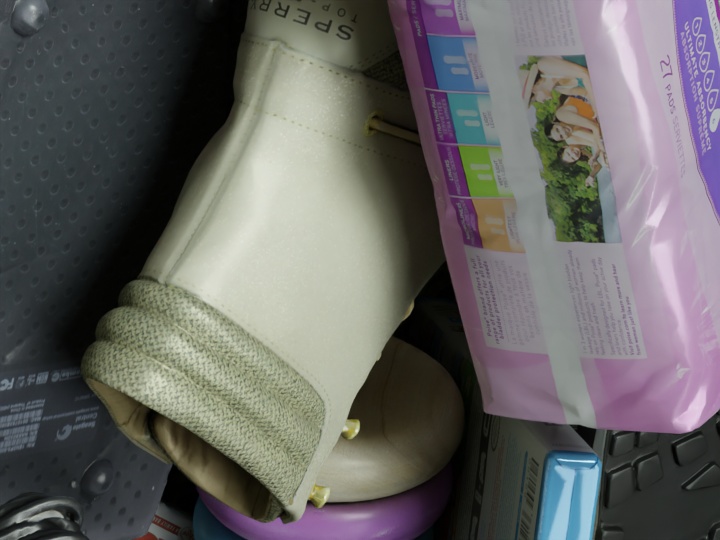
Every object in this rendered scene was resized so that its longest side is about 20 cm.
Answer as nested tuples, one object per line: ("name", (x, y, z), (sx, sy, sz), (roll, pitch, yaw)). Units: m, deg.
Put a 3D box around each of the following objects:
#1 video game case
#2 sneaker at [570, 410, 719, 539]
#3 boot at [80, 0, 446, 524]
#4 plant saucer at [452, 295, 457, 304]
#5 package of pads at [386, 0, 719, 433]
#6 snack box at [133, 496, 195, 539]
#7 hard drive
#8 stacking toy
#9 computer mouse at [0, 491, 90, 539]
("video game case", (0.033, 0.099, 0.898), (0.018, 0.200, 0.143), (4, 101, -11))
("sneaker", (0.075, 0.046, 0.906), (0.076, 0.088, 0.200), (2, 114, -37))
("boot", (0.000, 0.000, 0.828), (0.155, 0.072, 0.200), (-66, 152, -9))
("plant saucer", (0.106, 0.022, 1.061), (0.200, 0.037, 0.200), (-30, 137, -32))
("package of pads", (0.062, -0.070, 0.752), (0.121, 0.076, 0.200), (-52, 136, -45))
("snack box", (-0.046, 0.127, 0.972), (0.072, 0.024, 0.200), (-58, 144, -3))
("hard drive", (-0.092, -0.010, 0.801), (0.135, 0.042, 0.200), (-10, 122, -46))
("stacking toy", (-0.017, 0.121, 0.917), (0.085, 0.085, 0.200), (-21, 127, -39))
("computer mouse", (-0.106, 0.119, 0.841), (0.140, 0.046, 0.200), (-25, 149, 2))
